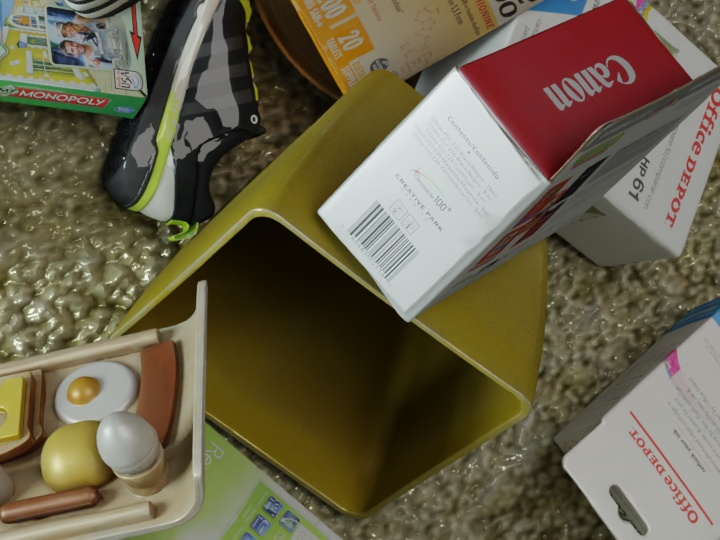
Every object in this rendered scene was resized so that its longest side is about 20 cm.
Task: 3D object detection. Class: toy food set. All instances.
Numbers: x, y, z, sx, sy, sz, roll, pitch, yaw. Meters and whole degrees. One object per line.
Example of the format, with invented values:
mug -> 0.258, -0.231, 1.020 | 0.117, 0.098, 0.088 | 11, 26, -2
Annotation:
toy food set -> -0.178, 0.084, 1.270 | 0.200, 0.060, 0.144 | -12, 47, 10

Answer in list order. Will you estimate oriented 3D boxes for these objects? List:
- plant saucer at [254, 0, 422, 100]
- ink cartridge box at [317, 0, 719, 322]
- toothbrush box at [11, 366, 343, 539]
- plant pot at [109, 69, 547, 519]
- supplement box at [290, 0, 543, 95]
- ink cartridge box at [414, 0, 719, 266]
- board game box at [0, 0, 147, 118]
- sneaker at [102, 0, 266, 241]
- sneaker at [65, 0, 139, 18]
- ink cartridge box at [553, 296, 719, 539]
plant saucer -> 0.009, -0.193, 1.524 | 0.200, 0.035, 0.201 | 7, 73, -25
ink cartridge box -> 0.102, -0.079, 1.270 | 0.084, 0.176, 0.200 | 51, 36, 8
toothbrush box -> -0.110, 0.179, 1.340 | 0.200, 0.086, 0.146 | 43, 63, -12
plant pot -> 0.000, 0.000, 1.390 | 0.200, 0.200, 0.177 | 36, 50, -13
supplement box -> 0.050, -0.204, 1.402 | 0.200, 0.126, 0.074 | -30, 55, 2
ink cartridge box -> 0.147, -0.114, 1.517 | 0.200, 0.085, 0.145 | 37, 64, -31
board game box -> -0.205, -0.194, 1.402 | 0.134, 0.029, 0.200 | 6, 62, -26
sneaker -> -0.095, -0.114, 1.439 | 0.083, 0.072, 0.200 | 26, 76, -19
sneaker -> -0.116, -0.248, 1.390 | 0.200, 0.075, 0.116 | -30, 69, -12
ink cartridge box -> 0.213, 0.117, 1.523 | 0.200, 0.068, 0.115 | -39, 95, -29
